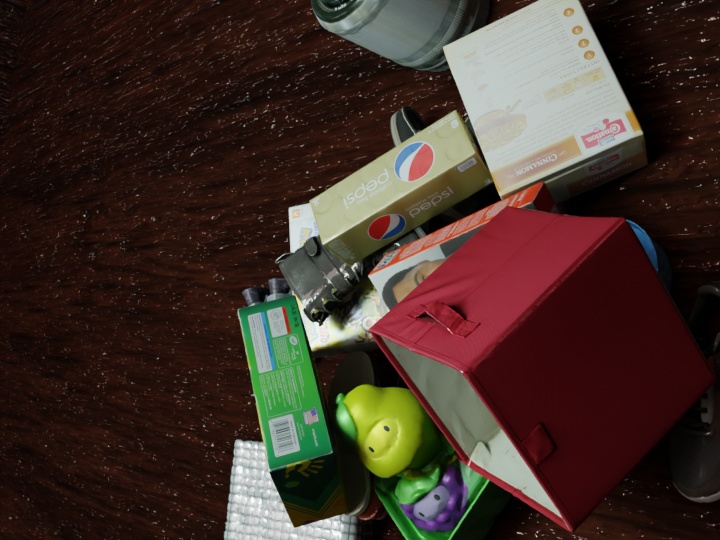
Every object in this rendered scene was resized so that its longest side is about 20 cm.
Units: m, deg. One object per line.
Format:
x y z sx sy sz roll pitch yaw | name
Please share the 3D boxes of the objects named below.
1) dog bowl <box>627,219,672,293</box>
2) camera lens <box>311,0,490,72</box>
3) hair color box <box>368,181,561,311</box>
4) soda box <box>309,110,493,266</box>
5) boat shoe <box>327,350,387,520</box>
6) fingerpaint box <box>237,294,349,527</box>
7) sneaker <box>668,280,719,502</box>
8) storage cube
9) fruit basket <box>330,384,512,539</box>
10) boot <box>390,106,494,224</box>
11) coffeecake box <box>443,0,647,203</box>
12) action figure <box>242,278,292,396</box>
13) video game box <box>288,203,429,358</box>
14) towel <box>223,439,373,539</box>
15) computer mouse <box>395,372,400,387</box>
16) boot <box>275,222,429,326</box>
0.238 0.043 0.886 0.201 0.049 0.112 -60 42 20 | dog bowl
0.048 -0.356 1.113 0.159 0.199 0.162 -18 65 46 | camera lens
0.118 0.000 0.892 0.199 0.061 0.102 -25 103 33 | hair color box
0.044 -0.089 0.975 0.199 0.064 0.068 -30 55 16 | soda box
0.005 0.200 1.056 0.071 0.062 0.202 -20 60 36 | boat shoe
-0.073 0.160 0.981 0.167 0.073 0.201 81 173 -53 | fingerpaint box
0.299 0.102 0.769 0.077 0.081 0.202 5 83 51 | sneaker
0.148 0.069 0.731 0.179 0.201 0.171 -40 20 -14 | storage cube
0.073 0.190 0.926 0.156 0.214 0.217 48 116 46 | fruit basket
0.124 -0.167 1.068 0.151 0.073 0.201 -48 46 29 | boot
0.194 -0.177 0.928 0.152 0.073 0.202 -23 63 13 | coffeecake box
-0.120 0.115 1.290 0.130 0.069 0.202 -23 66 37 | action figure
0.000 0.000 1.101 0.181 0.047 0.202 -12 72 23 | video game box
-0.076 0.312 1.131 0.198 0.085 0.167 -1 79 28 | towel
0.054 0.144 1.045 0.059 0.034 0.202 -98 10 -62 | computer mouse
0.002 0.000 1.043 0.174 0.069 0.200 -47 54 5 | boot
